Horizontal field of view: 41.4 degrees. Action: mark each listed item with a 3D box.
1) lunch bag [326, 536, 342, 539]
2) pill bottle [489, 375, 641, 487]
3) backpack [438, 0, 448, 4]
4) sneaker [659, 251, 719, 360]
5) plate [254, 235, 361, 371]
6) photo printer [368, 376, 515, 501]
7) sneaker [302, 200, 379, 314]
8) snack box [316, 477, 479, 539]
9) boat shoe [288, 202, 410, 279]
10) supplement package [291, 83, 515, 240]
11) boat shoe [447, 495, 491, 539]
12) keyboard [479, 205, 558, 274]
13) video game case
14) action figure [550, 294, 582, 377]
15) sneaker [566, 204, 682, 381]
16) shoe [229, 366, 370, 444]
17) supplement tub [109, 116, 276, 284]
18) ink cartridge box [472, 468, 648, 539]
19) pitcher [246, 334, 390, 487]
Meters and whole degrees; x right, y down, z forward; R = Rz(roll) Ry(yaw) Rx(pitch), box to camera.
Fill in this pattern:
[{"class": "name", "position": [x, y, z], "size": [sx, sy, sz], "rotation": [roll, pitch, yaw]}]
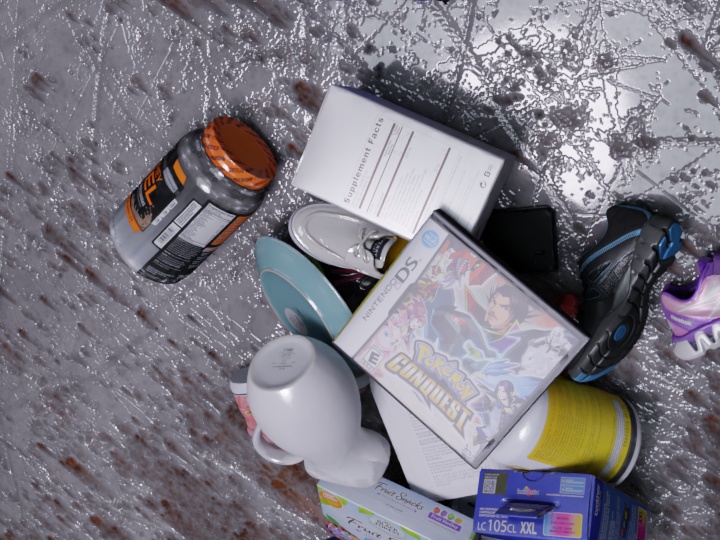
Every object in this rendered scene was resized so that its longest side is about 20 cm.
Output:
[{"class": "lunch bag", "position": [-0.051, 0.454, 1.274], "size": [0.200, 0.136, 0.132], "rotation": [-27, 98, 25]}, {"class": "pill bottle", "position": [0.200, 0.168, 1.049], "size": [0.200, 0.112, 0.112], "rotation": [20, 118, -22]}, {"class": "backpack", "position": [-0.013, -0.357, 0.957], "size": [0.200, 0.168, 0.163], "rotation": [9, 105, 21]}, {"class": "sneaker", "position": [0.397, 0.013, 0.988], "size": [0.200, 0.080, 0.089], "rotation": [-34, 87, 28]}, {"class": "plate", "position": [-0.067, 0.047, 1.127], "size": [0.200, 0.026, 0.200], "rotation": [40, 156, 22]}, {"class": "photo printer", "position": [0.108, 0.173, 1.151], "size": [0.166, 0.069, 0.200], "rotation": [-18, 101, 24]}, {"class": "sneaker", "position": [0.000, 0.000, 1.104], "size": [0.200, 0.077, 0.084], "rotation": [54, 129, 11]}, {"class": "snack box", "position": [0.048, 0.322, 1.190], "size": [0.200, 0.053, 0.142], "rotation": [21, 144, 20]}, {"class": "boat shoe", "position": [0.017, -0.024, 1.043], "size": [0.200, 0.070, 0.071], "rotation": [24, 85, -3]}, {"class": "supplement package", "position": [0.049, -0.108, 1.035], "size": [0.200, 0.121, 0.120], "rotation": [26, 104, 11]}, {"class": "boat shoe", "position": [0.197, 0.338, 1.189], "size": [0.200, 0.074, 0.067], "rotation": [32, 144, 7]}, {"class": "keyboard", "position": [0.130, -0.015, 1.105], "size": [0.200, 0.040, 0.104], "rotation": [-4, 84, 23]}, {"class": "video game case", "position": [0.098, 0.069, 0.964], "size": [0.200, 0.025, 0.181], "rotation": [41, 106, 11]}, {"class": "action figure", "position": [0.177, 0.079, 1.061], "size": [0.200, 0.065, 0.099], "rotation": [-8, 79, -4]}, {"class": "sneaker", "position": [0.269, 0.025, 1.028], "size": [0.082, 0.073, 0.200], "rotation": [33, 101, 40]}, {"class": "shoe", "position": [-0.069, 0.168, 1.219], "size": [0.200, 0.071, 0.091], "rotation": [-6, 111, 25]}, {"class": "supplement tub", "position": [-0.200, -0.085, 1.144], "size": [0.200, 0.123, 0.123], "rotation": [-41, 91, 26]}, {"class": "ink cartridge box", "position": [0.216, 0.271, 1.048], "size": [0.136, 0.200, 0.076], "rotation": [-5, 62, 35]}, {"class": "pitcher", "position": [-0.074, 0.169, 1.113], "size": [0.171, 0.121, 0.200], "rotation": [-7, 135, 22]}]
